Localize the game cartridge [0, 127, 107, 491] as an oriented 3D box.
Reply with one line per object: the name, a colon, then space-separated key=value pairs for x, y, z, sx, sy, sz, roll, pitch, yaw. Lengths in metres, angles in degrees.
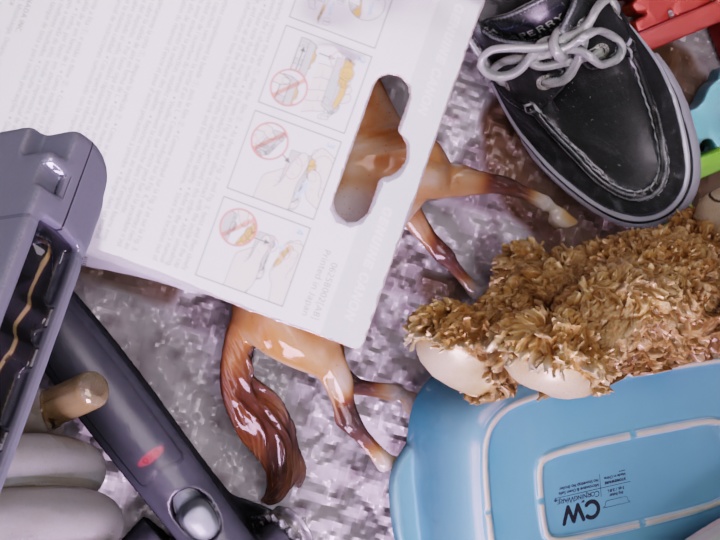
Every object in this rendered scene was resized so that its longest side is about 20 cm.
game cartridge: x=-0.172 y=0.044 z=0.829 sx=0.040 sy=0.133 sz=0.201 roll=46 pitch=51 yaw=-44

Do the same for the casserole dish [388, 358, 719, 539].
casserole dish: x=0.107 y=0.086 z=0.985 sx=0.199 sy=0.039 sz=0.122 roll=-9 pitch=97 yaw=-26

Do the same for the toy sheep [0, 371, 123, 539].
toy sheep: x=-0.152 y=0.098 z=0.888 sx=0.137 sy=0.138 sz=0.201 roll=-3 pitch=74 yaw=-15

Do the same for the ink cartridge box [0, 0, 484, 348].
ink cartridge box: x=-0.071 y=-0.073 z=0.942 sx=0.199 sy=0.057 sz=0.163 roll=21 pitch=83 yaw=-9

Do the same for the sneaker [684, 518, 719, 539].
sneaker: x=0.200 y=0.144 z=0.979 sx=0.199 sy=0.080 sz=0.072 roll=-11 pitch=126 yaw=-30

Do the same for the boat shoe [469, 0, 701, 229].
boat shoe: x=0.079 y=-0.103 z=0.975 sx=0.073 sy=0.068 sz=0.200 roll=-26 pitch=95 yaw=11

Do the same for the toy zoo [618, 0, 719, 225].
toy zoo: x=0.166 y=-0.115 z=1.033 sx=0.131 sy=0.020 sz=0.201 roll=-24 pitch=95 yaw=-14

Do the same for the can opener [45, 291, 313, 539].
can opener: x=-0.085 y=0.077 z=0.940 sx=0.079 sy=0.063 sz=0.200 roll=-34 pitch=98 yaw=-13

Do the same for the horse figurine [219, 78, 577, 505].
horse figurine: x=0.000 y=0.000 z=0.972 sx=0.132 sy=0.050 sz=0.200 roll=38 pitch=77 yaw=-19

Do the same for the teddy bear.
teddy bear: x=0.111 y=0.008 z=0.926 sx=0.199 sy=0.145 sz=0.067 roll=-11 pitch=95 yaw=-20
